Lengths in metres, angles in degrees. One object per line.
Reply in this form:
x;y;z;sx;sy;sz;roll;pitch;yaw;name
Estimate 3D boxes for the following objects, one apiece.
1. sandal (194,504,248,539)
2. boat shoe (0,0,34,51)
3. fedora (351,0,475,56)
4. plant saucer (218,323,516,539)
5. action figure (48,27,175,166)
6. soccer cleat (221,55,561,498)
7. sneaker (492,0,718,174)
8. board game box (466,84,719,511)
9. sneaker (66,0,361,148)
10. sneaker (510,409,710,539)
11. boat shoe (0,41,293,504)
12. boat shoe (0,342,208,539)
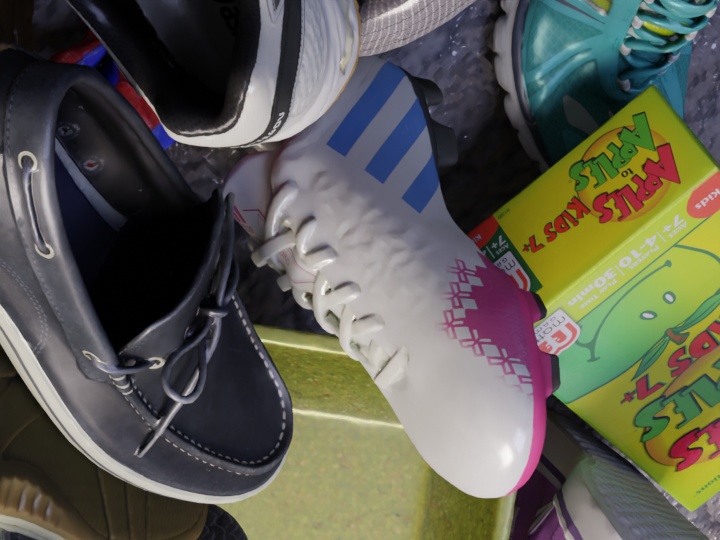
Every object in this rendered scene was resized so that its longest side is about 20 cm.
-0.127;0.134;0.880;0.200;0.076;0.043;-16;131;-7;sandal
-0.137;-0.081;0.815;0.071;0.064;0.200;-4;88;-62;boat shoe
-0.010;-0.171;0.837;0.200;0.177;0.090;67;26;-9;fedora
-0.054;0.117;0.941;0.200;0.048;0.200;8;89;-5;plant saucer
-0.095;-0.020;0.870;0.065;0.099;0.200;35;84;-5;action figure
0.000;0.000;0.896;0.086;0.200;0.070;4;129;-23;soccer cleat
0.098;-0.105;0.978;0.077;0.080;0.200;-19;124;-26;sneaker
0.120;0.017;1.037;0.102;0.048;0.200;-40;145;8;board game box
-0.068;-0.126;0.773;0.076;0.088;0.200;-31;95;23;sneaker
0.075;0.129;1.020;0.073;0.200;0.114;36;93;-6;sneaker
-0.066;0.006;0.796;0.200;0.062;0.075;55;43;-43;boat shoe
-0.123;0.057;0.819;0.201;0.066;0.072;12;65;-58;boat shoe
